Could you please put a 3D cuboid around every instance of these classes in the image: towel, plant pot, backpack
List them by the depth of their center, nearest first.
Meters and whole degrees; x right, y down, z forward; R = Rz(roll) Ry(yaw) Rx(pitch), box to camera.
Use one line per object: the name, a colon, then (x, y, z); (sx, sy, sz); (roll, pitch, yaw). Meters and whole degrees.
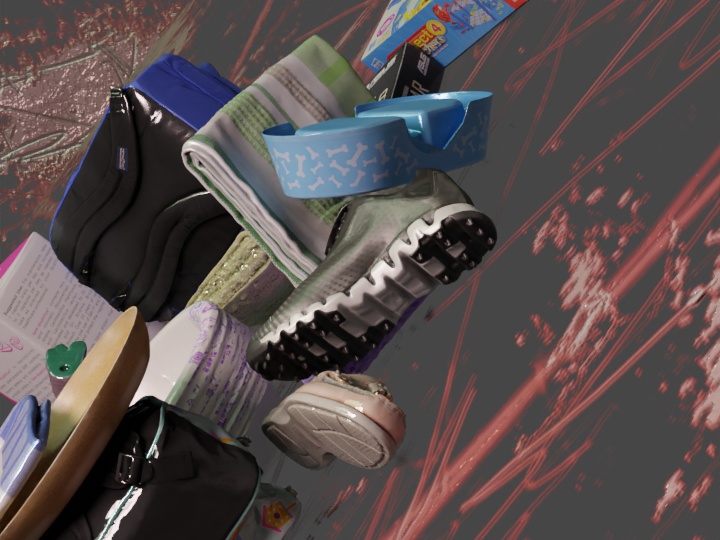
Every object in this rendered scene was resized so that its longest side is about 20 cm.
plant pot: (-0.194, 0.114, 1.565); (0.200, 0.027, 0.200); (-53, 11, 15)
towel: (-0.271, 0.178, 1.584); (0.200, 0.024, 0.147); (-55, 11, 4)
backpack: (-0.138, 0.178, 1.587); (0.176, 0.153, 0.200); (-62, 18, -3)
towel: (-0.033, -0.084, 1.763); (0.031, 0.149, 0.200); (-37, 7, 43)
towel: (-0.058, -0.010, 1.865); (0.148, 0.037, 0.200); (-21, -23, -51)
backpack: (-0.153, -0.062, 2.009); (0.200, 0.162, 0.168); (-57, -9, 29)

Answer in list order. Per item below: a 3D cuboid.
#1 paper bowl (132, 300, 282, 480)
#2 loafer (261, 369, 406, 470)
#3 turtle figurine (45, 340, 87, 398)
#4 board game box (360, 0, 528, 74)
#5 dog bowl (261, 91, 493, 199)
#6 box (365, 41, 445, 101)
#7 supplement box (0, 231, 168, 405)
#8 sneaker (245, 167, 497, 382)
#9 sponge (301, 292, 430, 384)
paper bowl: (-0.134, 0.130, 1.780); (0.201, 0.104, 0.201); (-50, 15, 18)
loafer: (-0.012, 0.090, 1.569); (0.063, 0.072, 0.200); (-51, 10, -17)
turtle figurine: (-0.205, 0.152, 1.946); (0.101, 0.150, 0.200); (-116, 22, -49)
board game box: (0.104, -0.274, 2.033); (0.196, 0.056, 0.200); (-36, 23, 51)
dog bowl: (0.016, -0.092, 1.718); (0.111, 0.050, 0.200); (1, 12, 41)
box: (-0.014, -0.080, 1.993); (0.200, 0.044, 0.160); (-45, 18, 34)
supplement box: (-0.245, 0.076, 2.059); (0.101, 0.200, 0.103); (-36, 23, 49)
sneaker: (0.000, 0.000, 1.640); (0.200, 0.066, 0.091); (-36, 45, 14)
sponge: (-0.009, 0.031, 1.760); (0.112, 0.030, 0.200); (-53, 15, 4)
